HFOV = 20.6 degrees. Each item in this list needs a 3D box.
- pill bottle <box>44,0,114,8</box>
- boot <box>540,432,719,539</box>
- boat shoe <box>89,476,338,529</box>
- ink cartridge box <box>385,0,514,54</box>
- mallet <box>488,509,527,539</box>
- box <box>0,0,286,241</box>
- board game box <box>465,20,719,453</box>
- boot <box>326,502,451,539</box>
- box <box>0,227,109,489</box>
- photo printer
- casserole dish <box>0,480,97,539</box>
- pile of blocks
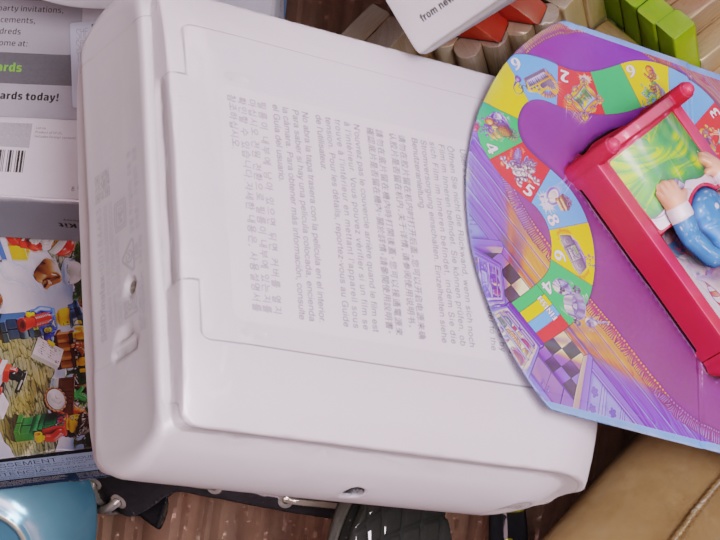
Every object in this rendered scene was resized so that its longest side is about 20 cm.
[{"bbox_3d":[-0.092,-0.205,0.735,0.109,0.110,0.201,3,59,2],"label":"pill bottle"},{"bbox_3d":[0.114,0.063,0.759,0.175,0.066,0.200,37,65,13],"label":"boot"},{"bbox_3d":[-0.081,0.077,0.823,0.198,0.074,0.061,1,90,-6],"label":"boat shoe"},{"bbox_3d":[0.033,-0.201,0.704,0.084,0.144,0.201,-28,95,47],"label":"ink cartridge box"},{"bbox_3d":[0.052,0.093,0.836,0.065,0.041,0.202,5,99,1],"label":"mallet"},{"bbox_3d":[-0.107,-0.110,0.779,0.154,0.041,0.202,3,68,2],"label":"box"},{"bbox_3d":[0.132,-0.015,0.715,0.199,0.039,0.159,16,61,-25],"label":"board game box"},{"bbox_3d":[-0.037,0.169,0.804,0.130,0.067,0.202,11,95,43],"label":"boot"},{"bbox_3d":[-0.120,-0.017,0.782,0.135,0.038,0.202,-7,66,-1],"label":"box"},{"bbox_3d":[0.000,0.000,0.694,0.199,0.069,0.168,10,65,-36],"label":"photo printer"},{"bbox_3d":[-0.180,0.140,0.812,0.120,0.039,0.201,20,117,4],"label":"casserole dish"},{"bbox_3d":[0.075,-0.087,0.787,0.198,0.062,0.083,-18,54,4],"label":"pile of blocks"}]
